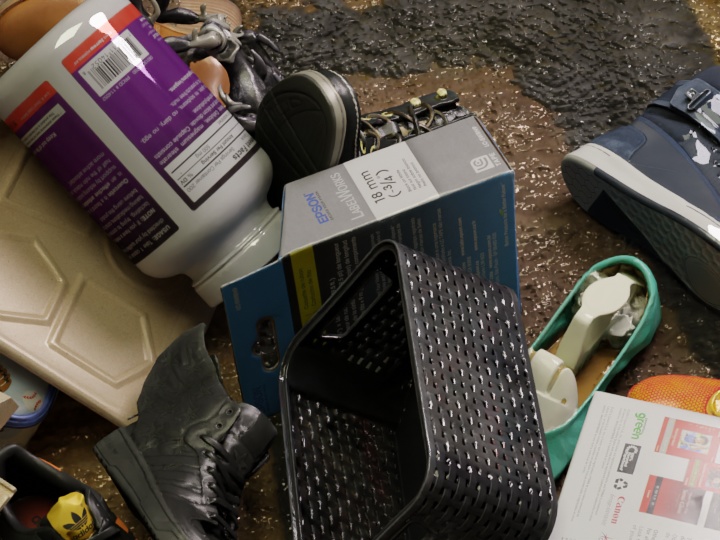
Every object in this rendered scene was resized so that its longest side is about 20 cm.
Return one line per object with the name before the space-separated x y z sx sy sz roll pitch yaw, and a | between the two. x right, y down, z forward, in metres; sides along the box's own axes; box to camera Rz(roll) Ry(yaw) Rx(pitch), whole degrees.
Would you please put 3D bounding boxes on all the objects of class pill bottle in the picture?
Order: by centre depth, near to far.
pill bottle | -0.135 -0.075 1.473 0.200 0.112 0.112 48 60 -7

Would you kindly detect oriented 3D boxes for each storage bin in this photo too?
storage bin | 0.030 0.100 1.355 0.094 0.135 0.200 22 39 -26

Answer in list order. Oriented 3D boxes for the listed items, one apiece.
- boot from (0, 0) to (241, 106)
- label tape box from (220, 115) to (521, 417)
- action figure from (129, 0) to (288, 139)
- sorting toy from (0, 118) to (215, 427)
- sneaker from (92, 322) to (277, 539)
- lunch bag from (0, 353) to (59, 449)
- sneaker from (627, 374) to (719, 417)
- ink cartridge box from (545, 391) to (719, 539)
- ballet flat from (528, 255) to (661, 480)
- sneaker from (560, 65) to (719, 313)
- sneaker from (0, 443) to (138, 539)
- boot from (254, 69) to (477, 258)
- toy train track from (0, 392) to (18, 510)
boot | -0.188 -0.137 1.673 0.199 0.074 0.155 -1 51 11
label tape box | 0.000 0.000 1.464 0.199 0.144 0.063 -21 50 -12
action figure | -0.114 -0.139 1.583 0.102 0.200 0.119 -21 26 29
sorting toy | -0.186 0.001 1.487 0.200 0.036 0.185 37 44 -18
sneaker | -0.092 0.117 1.374 0.104 0.060 0.200 -33 40 -10
lunch bag | -0.286 0.030 1.478 0.199 0.076 0.161 21 50 -11
sneaker | 0.259 0.092 1.389 0.199 0.077 0.073 12 47 19
ink cartridge box | 0.193 0.184 1.306 0.175 0.084 0.200 11 50 16
ballet flat | 0.126 0.060 1.441 0.067 0.071 0.200 22 54 26
sneaker | 0.252 -0.058 1.530 0.146 0.077 0.202 -33 50 -18
sneaker | -0.158 0.178 1.356 0.070 0.090 0.200 -37 52 -25
boot | 0.009 -0.092 1.522 0.153 0.204 0.074 -25 70 -21
toy train track | -0.279 0.145 1.356 0.115 0.033 0.200 20 65 41
